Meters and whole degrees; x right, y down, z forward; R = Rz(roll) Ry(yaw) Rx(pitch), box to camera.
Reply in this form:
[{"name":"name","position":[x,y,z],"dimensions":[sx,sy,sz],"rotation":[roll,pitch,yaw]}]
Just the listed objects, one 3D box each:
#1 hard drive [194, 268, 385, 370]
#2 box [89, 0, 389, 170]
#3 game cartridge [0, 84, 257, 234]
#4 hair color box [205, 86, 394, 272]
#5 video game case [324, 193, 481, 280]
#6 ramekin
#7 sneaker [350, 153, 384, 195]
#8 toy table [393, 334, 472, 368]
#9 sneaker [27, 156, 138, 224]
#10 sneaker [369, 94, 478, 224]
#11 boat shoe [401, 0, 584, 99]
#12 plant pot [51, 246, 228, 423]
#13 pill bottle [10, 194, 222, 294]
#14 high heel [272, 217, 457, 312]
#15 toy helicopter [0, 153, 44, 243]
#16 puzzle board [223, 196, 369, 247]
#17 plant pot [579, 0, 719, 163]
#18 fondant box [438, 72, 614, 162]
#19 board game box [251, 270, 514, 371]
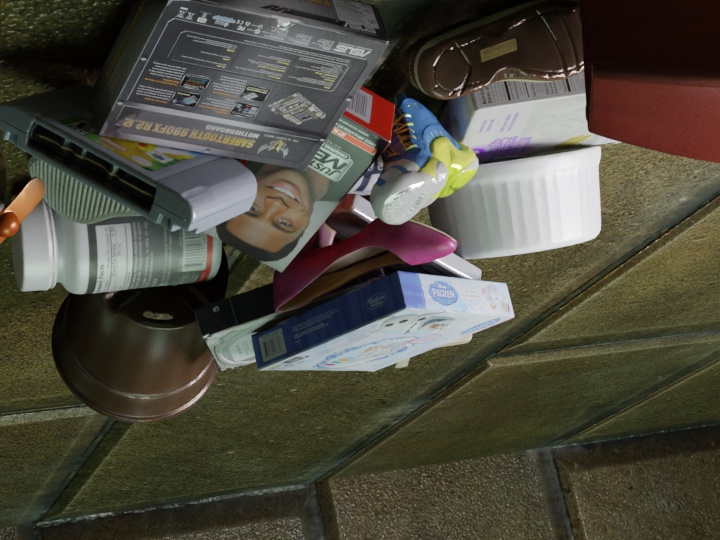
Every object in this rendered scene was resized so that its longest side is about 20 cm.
[{"name":"hard drive","position":[-0.068,0.045,1.532],"dimensions":[0.199,0.038,0.140],"rotation":[-19,162,-4]},{"name":"box","position":[-0.099,-0.163,1.175],"dimensions":[0.199,0.049,0.159],"rotation":[7,139,-31]},{"name":"game cartridge","position":[-0.190,-0.098,1.202],"dimensions":[0.041,0.199,0.133],"rotation":[-67,165,19]},{"name":"hair color box","position":[-0.063,-0.096,1.356],"dimensions":[0.101,0.062,0.200],"rotation":[27,131,-18]},{"name":"video game case","position":[-0.001,-0.026,1.528],"dimensions":[0.199,0.023,0.181],"rotation":[29,158,-38]},{"name":"ramekin","position":[0.165,-0.073,1.558],"dimensions":[0.199,0.099,0.200],"rotation":[-8,-175,1]},{"name":"sneaker","position":[-0.018,-0.116,1.451],"dimensions":[0.198,0.071,0.108],"rotation":[-14,165,15]},{"name":"toy table","position":[0.054,0.053,1.960],"dimensions":[0.198,0.118,0.184],"rotation":[-13,163,4]},{"name":"sneaker","position":[-0.225,-0.090,1.344],"dimensions":[0.199,0.074,0.082],"rotation":[8,-149,39]},{"name":"sneaker","position":[0.037,-0.108,1.361],"dimensions":[0.076,0.105,0.200],"rotation":[-43,172,22]},{"name":"boat shoe","position":[0.129,-0.206,1.307],"dimensions":[0.201,0.075,0.075],"rotation":[-12,-161,-24]},{"name":"plant pot","position":[-0.235,0.040,1.613],"dimensions":[0.199,0.202,0.199],"rotation":[-6,155,-21]},{"name":"pill bottle","position":[-0.249,-0.036,1.466],"dimensions":[0.198,0.115,0.114],"rotation":[-6,162,-20]},{"name":"high heel","position":[0.000,0.000,1.402],"dimensions":[0.199,0.097,0.067],"rotation":[4,160,31]},{"name":"toy helicopter","position":[-0.354,-0.020,1.293],"dimensions":[0.131,0.202,0.079],"rotation":[-1,168,25]},{"name":"puzzle board","position":[-0.042,-0.069,1.625],"dimensions":[0.199,0.018,0.150],"rotation":[-24,170,40]},{"name":"plant pot","position":[0.273,-0.203,1.203],"dimensions":[0.175,0.202,0.200],"rotation":[-3,164,7]},{"name":"fondant box","position":[0.189,-0.169,1.453],"dimensions":[0.198,0.059,0.144],"rotation":[-8,163,-10]},{"name":"board game box","position":[0.025,0.057,1.501],"dimensions":[0.199,0.044,0.198],"rotation":[-24,162,34]}]
